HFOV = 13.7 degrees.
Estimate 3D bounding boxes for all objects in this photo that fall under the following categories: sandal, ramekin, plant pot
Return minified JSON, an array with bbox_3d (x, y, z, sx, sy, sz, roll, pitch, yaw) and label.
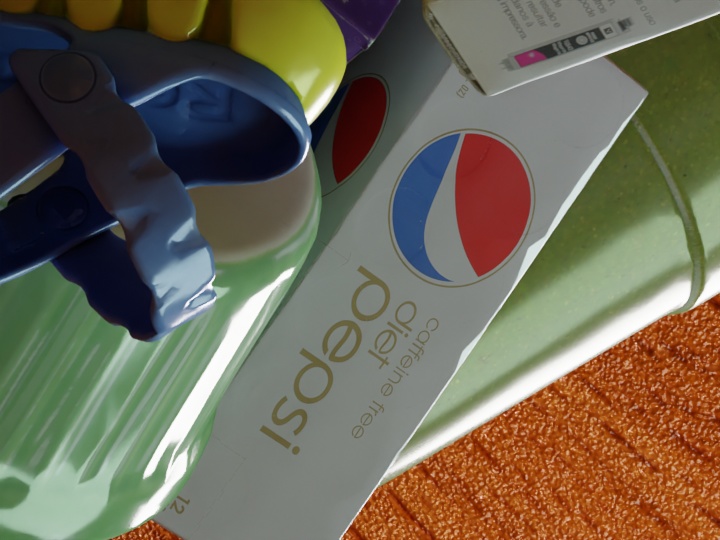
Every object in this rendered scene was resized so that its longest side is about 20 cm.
[{"bbox_3d":[-0.105,-0.031,0.704,0.080,0.199,0.087,87,5,-60],"label":"sandal"},{"bbox_3d":[-0.108,-0.028,0.849,0.098,0.200,0.200,-53,179,28],"label":"ramekin"},{"bbox_3d":[0.027,-0.023,1.074,0.190,0.200,0.200,-38,-179,-16],"label":"plant pot"}]

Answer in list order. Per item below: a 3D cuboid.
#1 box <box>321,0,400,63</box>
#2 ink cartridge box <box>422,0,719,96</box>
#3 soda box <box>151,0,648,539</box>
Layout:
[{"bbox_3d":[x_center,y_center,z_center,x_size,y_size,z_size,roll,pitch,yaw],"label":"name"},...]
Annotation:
[{"bbox_3d":[-0.011,-0.109,0.999,0.137,0.039,0.200,-41,-167,44],"label":"box"},{"bbox_3d":[0.117,-0.150,0.777,0.200,0.043,0.197,-17,-140,24],"label":"ink cartridge box"},{"bbox_3d":[0.000,0.000,0.951,0.200,0.068,0.064,-56,-151,-1],"label":"soda box"}]
